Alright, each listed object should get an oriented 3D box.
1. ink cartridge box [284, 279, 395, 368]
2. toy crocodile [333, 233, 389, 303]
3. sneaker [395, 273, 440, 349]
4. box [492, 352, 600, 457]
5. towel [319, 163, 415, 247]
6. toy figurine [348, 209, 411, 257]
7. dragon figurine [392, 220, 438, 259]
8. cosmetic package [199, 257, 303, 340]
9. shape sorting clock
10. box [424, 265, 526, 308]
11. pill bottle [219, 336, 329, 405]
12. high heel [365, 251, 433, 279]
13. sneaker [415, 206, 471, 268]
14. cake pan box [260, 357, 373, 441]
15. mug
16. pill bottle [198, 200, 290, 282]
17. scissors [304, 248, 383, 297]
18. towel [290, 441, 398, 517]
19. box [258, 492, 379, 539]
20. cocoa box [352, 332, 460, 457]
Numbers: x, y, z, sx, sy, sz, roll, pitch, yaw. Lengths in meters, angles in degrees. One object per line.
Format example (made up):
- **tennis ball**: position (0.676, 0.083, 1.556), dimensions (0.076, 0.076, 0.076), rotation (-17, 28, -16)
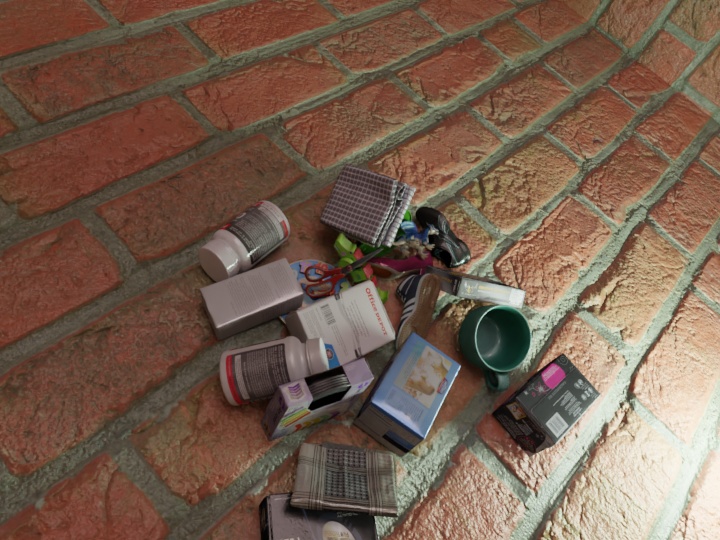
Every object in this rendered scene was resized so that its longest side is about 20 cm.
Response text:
- **ink cartridge box**: position (-0.044, 0.126, 1.242), dimensions (0.199, 0.086, 0.147), rotation (-22, 87, -33)
- **toy crocodile**: position (0.000, 0.000, 1.344), dimensions (0.201, 0.061, 0.068), rotation (60, 30, -19)
- **sneaker**: position (0.120, 0.100, 1.362), dimensions (0.070, 0.108, 0.201), rotation (25, 83, -26)
- **box**: position (0.429, 0.310, 1.304), dimensions (0.199, 0.115, 0.132), rotation (-30, 73, -33)
- **towel**: position (0.009, -0.154, 1.338), dimensions (0.199, 0.085, 0.166), rotation (23, 87, 38)
- **toy figurine**: position (-0.002, -0.132, 1.456), dimensions (0.200, 0.150, 0.184), rotation (-40, 61, -11)
- **dragon figurine**: position (0.121, -0.084, 1.424), dimensions (0.199, 0.059, 0.100), rotation (5, 39, -32)
- **cosmetic package**: position (-0.234, 0.061, 1.229), dimensions (0.199, 0.071, 0.102), rotation (-21, 66, -21)
- **shape sorting clock**: position (-0.108, 0.061, 1.315), dimensions (0.199, 0.039, 0.201), rotation (10, 54, -14)
- **box**: position (0.278, 0.040, 1.390), dimensions (0.199, 0.158, 0.049), rotation (11, 96, -25)
- **pill bottle**: position (-0.166, 0.192, 1.115), dimensions (0.199, 0.111, 0.111), rotation (-13, 59, 3)
- **high heel**: position (0.097, -0.026, 1.428), dimensions (0.199, 0.067, 0.097), rotation (13, 63, -19)
- **sneaker**: position (0.210, -0.090, 1.517), dimensions (0.079, 0.076, 0.200), rotation (-30, 71, -31)
- **cake pan box**: position (-0.086, 0.249, 1.095), dimensions (0.183, 0.200, 0.052), rotation (-15, 63, -30)
- **mug**: position (0.303, 0.173, 1.341), dimensions (0.152, 0.114, 0.186), rotation (31, 77, -12)
- **pill bottle**: position (-0.265, -0.065, 1.294), dimensions (0.114, 0.114, 0.200), rotation (40, 52, 9)
- **scissors**: position (-0.034, 0.006, 1.297), dimensions (0.199, 0.014, 0.074), rotation (-15, 88, -7)
- **towel**: position (-0.024, 0.376, 1.045), dimensions (0.191, 0.035, 0.200), rotation (6, 12, 0)
- **box**: position (-0.073, 0.484, 1.012), dimensions (0.199, 0.086, 0.165), rotation (2, 57, -20)
- **cocoa box**: position (0.099, 0.261, 1.200), dimensions (0.133, 0.131, 0.200), rotation (34, 52, 4)
